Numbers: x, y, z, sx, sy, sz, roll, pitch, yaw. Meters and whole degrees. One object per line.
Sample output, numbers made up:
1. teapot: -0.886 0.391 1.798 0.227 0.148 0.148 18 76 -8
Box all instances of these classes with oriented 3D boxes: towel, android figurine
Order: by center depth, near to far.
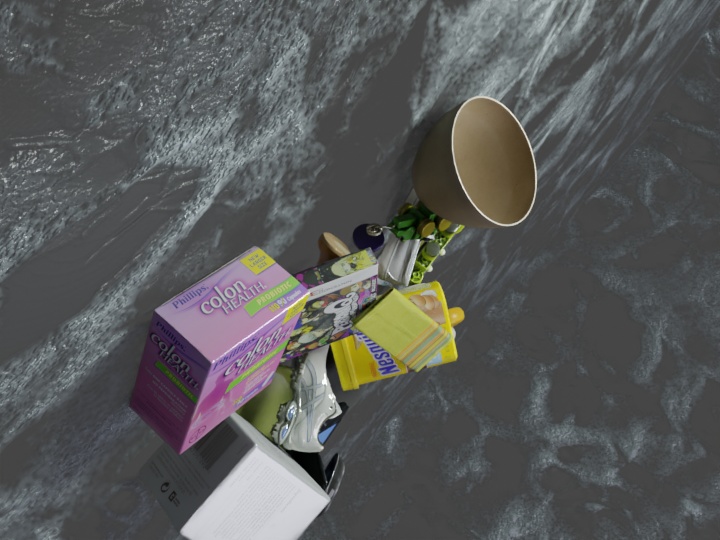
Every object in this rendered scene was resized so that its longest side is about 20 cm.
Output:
1. towel: 0.068 0.093 1.384 0.086 0.018 0.200 -43 138 7
2. android figurine: 0.148 -0.040 1.800 0.182 0.041 0.200 -51 175 -16

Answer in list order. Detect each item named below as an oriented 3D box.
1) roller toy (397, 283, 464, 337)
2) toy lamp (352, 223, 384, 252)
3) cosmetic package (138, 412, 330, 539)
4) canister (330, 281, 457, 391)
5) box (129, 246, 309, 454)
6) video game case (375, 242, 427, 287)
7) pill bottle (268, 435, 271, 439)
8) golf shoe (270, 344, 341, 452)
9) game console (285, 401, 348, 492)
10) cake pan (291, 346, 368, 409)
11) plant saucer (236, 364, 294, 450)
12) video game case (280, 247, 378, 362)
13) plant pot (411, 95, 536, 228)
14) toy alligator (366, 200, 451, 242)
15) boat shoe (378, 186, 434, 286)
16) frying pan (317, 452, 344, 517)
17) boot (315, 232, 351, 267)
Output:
1. roller toy: 0.092 0.121 1.780 0.200 0.140 0.182 -18 167 -29
2. toy lamp: 0.000 0.000 1.473 0.058 0.058 0.200 -43 165 -28
3. cosmetic package: -0.189 0.326 1.343 0.165 0.165 0.200 -48 129 -7
4. canister: 0.050 0.107 1.490 0.200 0.149 0.087 -14 -160 0
5. box: -0.177 0.099 1.105 0.176 0.097 0.200 -36 159 -44
6. video game case: 0.093 -0.055 1.691 0.200 0.022 0.182 -53 165 6
7. pill bottle: -0.149 0.274 1.594 0.200 0.114 0.114 -42 164 -29
8. golf shoe: -0.071 0.193 1.420 0.078 0.097 0.200 148 -39 -84
9. game console: -0.081 0.348 1.508 0.176 0.116 0.200 -22 151 -51
10. cake pan: -0.044 0.168 1.579 0.200 0.037 0.201 -13 106 -50
11. plant saucer: -0.174 0.239 1.458 0.200 0.031 0.200 -22 125 -36
12. video game case: -0.064 0.057 1.298 0.181 0.036 0.200 -20 153 -12
13. plant pot: 0.158 -0.153 1.373 0.134 0.200 0.200 -14 -163 46
14. toy alligator: 0.081 -0.070 1.420 0.200 0.059 0.054 -21 139 -36
15. boat shoe: 0.094 -0.068 1.495 0.072 0.068 0.200 77 38 -76
16. frying pan: -0.064 0.366 1.488 0.115 0.031 0.190 -65 -176 -22
17. boot: -0.061 0.029 1.348 0.144 0.071 0.201 -37 153 4
